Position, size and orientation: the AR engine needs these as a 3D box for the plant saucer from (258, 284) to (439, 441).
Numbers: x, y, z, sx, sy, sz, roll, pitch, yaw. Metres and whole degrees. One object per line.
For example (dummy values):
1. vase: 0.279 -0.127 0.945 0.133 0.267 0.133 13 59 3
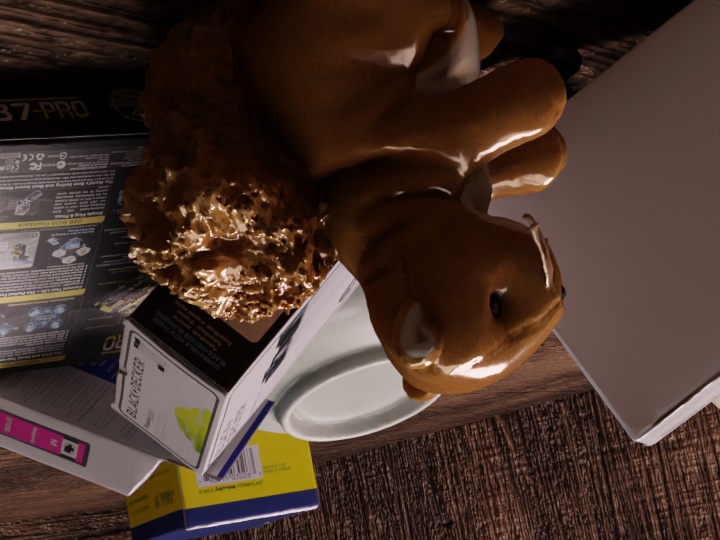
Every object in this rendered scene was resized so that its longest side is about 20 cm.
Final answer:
1. plant saucer: -0.002 0.056 0.946 0.198 0.051 0.201 -15 153 -8

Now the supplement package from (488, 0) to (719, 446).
1. supplement package: 0.177 -0.033 0.814 0.200 0.156 0.111 -38 166 7

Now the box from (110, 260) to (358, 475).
1. box: -0.036 -0.005 0.794 0.200 0.060 0.117 -50 173 -28

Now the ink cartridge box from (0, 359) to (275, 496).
1. ink cartridge box: -0.153 0.067 0.855 0.198 0.037 0.095 18 -156 8

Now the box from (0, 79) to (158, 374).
1. box: -0.158 -0.018 0.790 0.199 0.049 0.162 -7 136 -30

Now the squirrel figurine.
1. squirrel figurine: -0.003 -0.033 0.694 0.198 0.188 0.142 -11 169 -4

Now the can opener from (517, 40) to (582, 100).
1. can opener: 0.055 -0.066 0.895 0.078 0.064 0.200 23 139 -22

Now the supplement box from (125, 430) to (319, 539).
1. supplement box: -0.116 0.090 1.172 0.109 0.202 0.109 -5 168 -29

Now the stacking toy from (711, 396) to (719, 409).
1. stacking toy: 0.282 -0.009 0.950 0.145 0.201 0.147 14 146 10
